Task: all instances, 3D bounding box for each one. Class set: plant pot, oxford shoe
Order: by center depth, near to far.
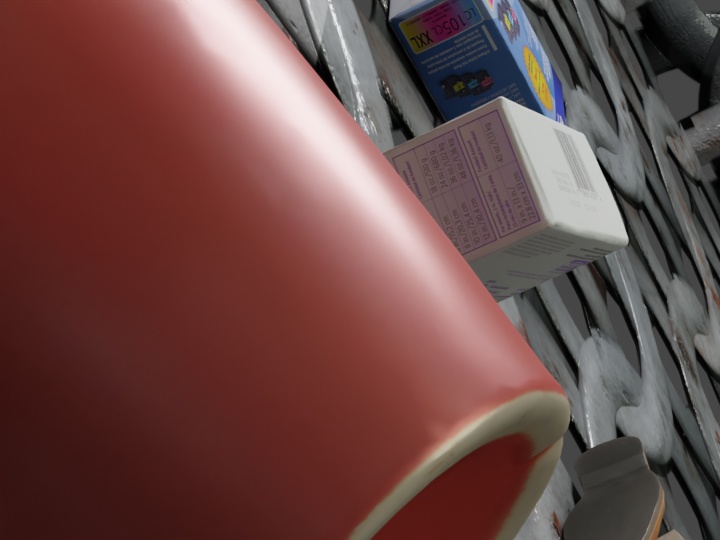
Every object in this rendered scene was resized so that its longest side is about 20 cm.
[{"bbox_3d":[-0.052,0.033,0.604,0.177,0.201,0.200,42,8,19],"label":"plant pot"},{"bbox_3d":[0.186,0.180,1.502,0.200,0.071,0.072,-58,128,-72],"label":"oxford shoe"}]

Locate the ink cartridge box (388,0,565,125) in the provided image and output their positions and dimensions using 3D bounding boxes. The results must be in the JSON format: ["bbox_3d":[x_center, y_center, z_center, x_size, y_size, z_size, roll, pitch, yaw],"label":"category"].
[{"bbox_3d":[0.099,-0.155,1.671,0.201,0.076,0.137,60,17,-27],"label":"ink cartridge box"}]

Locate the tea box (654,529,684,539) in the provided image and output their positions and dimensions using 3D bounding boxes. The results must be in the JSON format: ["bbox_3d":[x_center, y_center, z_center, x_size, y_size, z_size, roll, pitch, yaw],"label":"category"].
[{"bbox_3d":[0.170,0.273,1.090,0.198,0.133,0.200,66,-4,-19],"label":"tea box"}]

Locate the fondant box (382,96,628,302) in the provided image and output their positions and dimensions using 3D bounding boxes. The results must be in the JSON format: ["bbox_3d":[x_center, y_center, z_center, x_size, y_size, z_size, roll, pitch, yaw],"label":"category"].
[{"bbox_3d":[0.000,0.000,0.909,0.059,0.199,0.144,67,16,10],"label":"fondant box"}]
